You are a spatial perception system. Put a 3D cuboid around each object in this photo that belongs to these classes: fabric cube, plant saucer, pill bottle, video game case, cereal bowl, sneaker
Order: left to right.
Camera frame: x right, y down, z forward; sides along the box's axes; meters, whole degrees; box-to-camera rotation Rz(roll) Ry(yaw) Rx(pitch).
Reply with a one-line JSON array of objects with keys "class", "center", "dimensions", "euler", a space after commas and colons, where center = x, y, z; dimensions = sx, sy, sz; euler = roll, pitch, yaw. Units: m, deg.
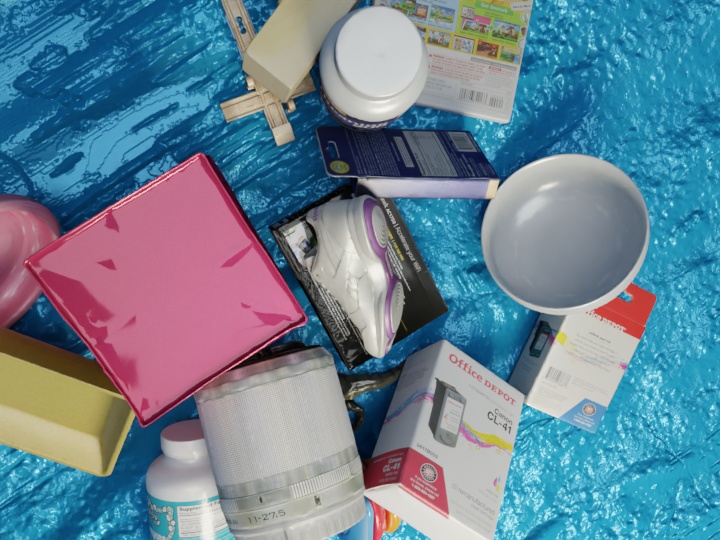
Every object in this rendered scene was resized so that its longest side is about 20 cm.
[{"class": "plant saucer", "center": [-0.404, 0.001, 0.708], "dimensions": [0.051, 0.201, 0.201], "euler": [36, 90, 13]}, {"class": "plant saucer", "center": [-0.350, 0.139, 0.760], "dimensions": [0.199, 0.049, 0.200], "euler": [23, 134, -12]}, {"class": "fabric cube", "center": [-0.194, 0.007, 0.738], "dimensions": [0.196, 0.199, 0.201], "euler": [-32, 104, -6]}, {"class": "pill bottle", "center": [-0.197, 0.286, 0.825], "dimensions": [0.110, 0.111, 0.201], "euler": [-3, 98, -11]}, {"class": "sneaker", "center": [-0.007, 0.009, 0.798], "dimensions": [0.099, 0.075, 0.201], "euler": [-2, 115, 21]}, {"class": "pill bottle", "center": [0.011, -0.210, 0.727], "dimensions": [0.110, 0.200, 0.112], "euler": [0, 96, -3]}, {"class": "video game case", "center": [0.107, -0.291, 0.848], "dimensions": [0.199, 0.023, 0.183], "euler": [9, 97, -12]}, {"class": "cereal bowl", "center": [0.253, -0.037, 0.856], "dimensions": [0.199, 0.083, 0.201], "euler": [-8, 69, 20]}]

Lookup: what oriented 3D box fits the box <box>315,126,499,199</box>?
[{"class": "box", "center": [0.050, -0.128, 0.811], "dimensions": [0.199, 0.121, 0.033], "euler": [0, 128, -12]}]

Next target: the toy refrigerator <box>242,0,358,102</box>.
[{"class": "toy refrigerator", "center": [-0.049, -0.292, 0.761], "dimensions": [0.070, 0.076, 0.200], "euler": [37, 86, -10]}]

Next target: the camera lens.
[{"class": "camera lens", "center": [-0.088, 0.188, 0.763], "dimensions": [0.159, 0.160, 0.201], "euler": [-15, 83, -9]}]

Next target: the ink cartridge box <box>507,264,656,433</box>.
[{"class": "ink cartridge box", "center": [0.294, 0.099, 0.922], "dimensions": [0.116, 0.067, 0.201], "euler": [24, 93, -15]}]

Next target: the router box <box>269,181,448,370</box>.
[{"class": "router box", "center": [0.000, 0.000, 0.853], "dimensions": [0.149, 0.051, 0.201], "euler": [-29, 103, -8]}]

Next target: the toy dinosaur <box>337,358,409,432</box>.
[{"class": "toy dinosaur", "center": [-0.029, 0.164, 0.877], "dimensions": [0.199, 0.047, 0.089], "euler": [-2, 92, -15]}]

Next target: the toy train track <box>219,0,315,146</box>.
[{"class": "toy train track", "center": [-0.122, -0.244, 0.801], "dimensions": [0.114, 0.033, 0.201], "euler": [-23, 101, -8]}]

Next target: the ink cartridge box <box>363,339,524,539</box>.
[{"class": "ink cartridge box", "center": [0.105, 0.209, 0.838], "dimensions": [0.147, 0.086, 0.201], "euler": [35, 54, -16]}]

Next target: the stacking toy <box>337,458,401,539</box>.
[{"class": "stacking toy", "center": [0.056, 0.272, 0.892], "dimensions": [0.199, 0.116, 0.110], "euler": [-15, 124, -26]}]
